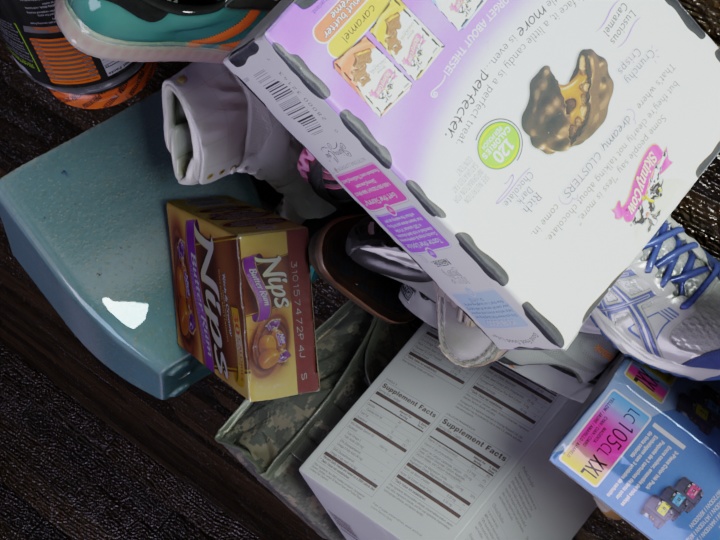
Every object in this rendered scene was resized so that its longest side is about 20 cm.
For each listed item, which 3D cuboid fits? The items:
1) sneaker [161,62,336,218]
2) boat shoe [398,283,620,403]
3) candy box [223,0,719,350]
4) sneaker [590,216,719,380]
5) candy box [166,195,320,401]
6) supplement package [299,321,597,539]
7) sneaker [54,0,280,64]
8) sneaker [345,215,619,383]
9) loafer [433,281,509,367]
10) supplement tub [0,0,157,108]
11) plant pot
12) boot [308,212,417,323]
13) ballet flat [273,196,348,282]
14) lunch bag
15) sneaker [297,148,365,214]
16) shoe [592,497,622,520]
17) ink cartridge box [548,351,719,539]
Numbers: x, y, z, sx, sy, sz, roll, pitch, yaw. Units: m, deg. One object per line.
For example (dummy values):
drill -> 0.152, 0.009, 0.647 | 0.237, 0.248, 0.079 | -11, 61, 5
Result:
sneaker -> -0.085, -0.089, 1.076 | 0.074, 0.115, 0.201 | 44, 162, 36
boat shoe -> 0.124, 0.035, 1.027 | 0.199, 0.064, 0.071 | 25, -160, -25
candy box -> 0.066, -0.089, 0.701 | 0.200, 0.168, 0.071 | 46, 162, -13
sneaker -> 0.154, -0.011, 0.858 | 0.199, 0.075, 0.088 | 32, 155, 17
candy box -> -0.090, 0.014, 1.082 | 0.200, 0.056, 0.118 | -159, 64, -66
supplement package -> 0.088, 0.153, 1.174 | 0.150, 0.200, 0.152 | 28, 158, 37
sneaker -> -0.066, -0.160, 0.827 | 0.080, 0.199, 0.072 | -33, 72, 53
sneaker -> 0.082, 0.019, 0.941 | 0.199, 0.080, 0.074 | 20, -156, -12
loafer -> 0.079, -0.026, 0.826 | 0.072, 0.063, 0.201 | 32, 122, 19
supplement tub -> -0.216, -0.213, 1.078 | 0.122, 0.123, 0.200 | 34, 161, 22
plant pot -> -0.171, -0.008, 1.262 | 0.201, 0.196, 0.196 | 57, 165, 10
boot -> 0.000, 0.000, 1.063 | 0.096, 0.075, 0.200 | 3, 173, 34
ballet flat -> -0.043, -0.034, 1.232 | 0.073, 0.073, 0.200 | 42, 165, -2
lunch bag -> 0.003, 0.136, 1.321 | 0.164, 0.200, 0.117 | 48, 166, -33
sneaker -> 0.014, -0.072, 0.973 | 0.096, 0.079, 0.200 | 53, 167, 16
shoe -> 0.207, 0.128, 1.091 | 0.053, 0.070, 0.200 | 38, 154, 9
ink cartridge box -> 0.229, 0.130, 0.918 | 0.200, 0.076, 0.136 | 39, -154, 7
